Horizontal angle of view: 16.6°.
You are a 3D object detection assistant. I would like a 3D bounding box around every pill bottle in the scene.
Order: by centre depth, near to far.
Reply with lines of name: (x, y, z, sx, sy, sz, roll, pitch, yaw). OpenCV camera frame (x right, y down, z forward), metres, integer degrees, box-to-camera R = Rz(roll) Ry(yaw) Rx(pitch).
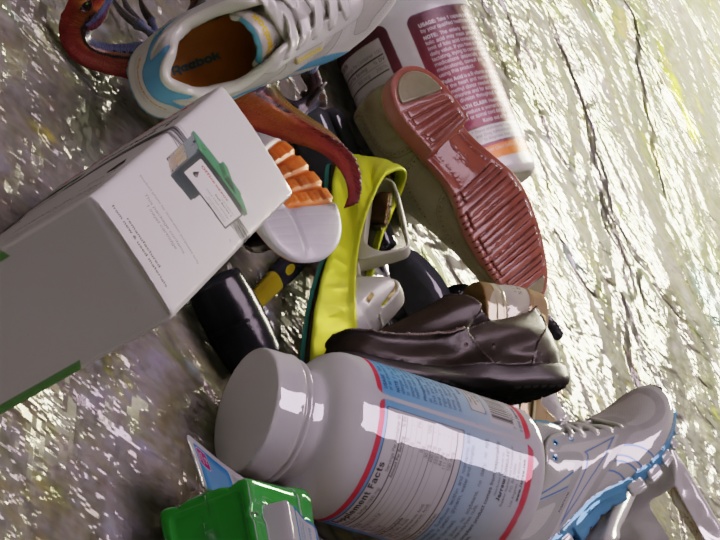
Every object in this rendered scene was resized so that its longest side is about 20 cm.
pill bottle: (0.011, 0.116, 1.588, 0.199, 0.109, 0.109, 19, 47, -27)
pill bottle: (0.049, -0.147, 1.922, 0.114, 0.114, 0.201, -6, 72, -62)

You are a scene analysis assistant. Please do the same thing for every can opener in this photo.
can opener: (0.016, -0.033, 1.813, 0.053, 0.067, 0.201, -6, 72, -62)

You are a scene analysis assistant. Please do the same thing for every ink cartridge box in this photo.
ink cartridge box: (-0.145, -0.013, 1.426, 0.085, 0.146, 0.200, 57, 27, -9)

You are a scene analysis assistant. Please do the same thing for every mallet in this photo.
mallet: (-0.066, 0.001, 1.678, 0.066, 0.041, 0.200, 59, 23, -16)

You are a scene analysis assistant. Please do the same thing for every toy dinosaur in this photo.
toy dinosaur: (-0.103, -0.137, 1.626, 0.180, 0.105, 0.201, -9, 59, -25)

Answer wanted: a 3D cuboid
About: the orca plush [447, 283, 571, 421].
orca plush: (0.114, 0.074, 1.890, 0.199, 0.106, 0.071, 31, 5, -29)

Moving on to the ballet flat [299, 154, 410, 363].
ballet flat: (0.000, 0.000, 1.720, 0.067, 0.067, 0.201, 78, 16, -52)

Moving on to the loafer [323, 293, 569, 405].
loafer: (0.052, 0.053, 1.689, 0.199, 0.073, 0.072, 5, 69, -38)

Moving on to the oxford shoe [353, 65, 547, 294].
oxford shoe: (0.068, -0.055, 1.832, 0.071, 0.074, 0.201, -32, 93, -41)

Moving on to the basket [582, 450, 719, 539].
basket: (0.184, 0.232, 1.817, 0.136, 0.123, 0.200, 59, 26, -8)

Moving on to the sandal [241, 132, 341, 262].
sandal: (-0.083, -0.066, 1.682, 0.079, 0.059, 0.207, 3, 41, -41)

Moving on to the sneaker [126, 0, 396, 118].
sneaker: (-0.051, -0.157, 1.580, 0.077, 0.199, 0.081, 60, -14, -8)

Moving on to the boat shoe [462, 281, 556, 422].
boat shoe: (0.110, 0.109, 1.779, 0.069, 0.074, 0.201, 1, 91, -21)

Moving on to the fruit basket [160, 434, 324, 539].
fruit basket: (-0.037, 0.210, 1.478, 0.200, 0.093, 0.186, 39, 32, -49)

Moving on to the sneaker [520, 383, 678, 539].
sneaker: (0.149, 0.130, 1.733, 0.200, 0.075, 0.087, -41, 118, -33)
